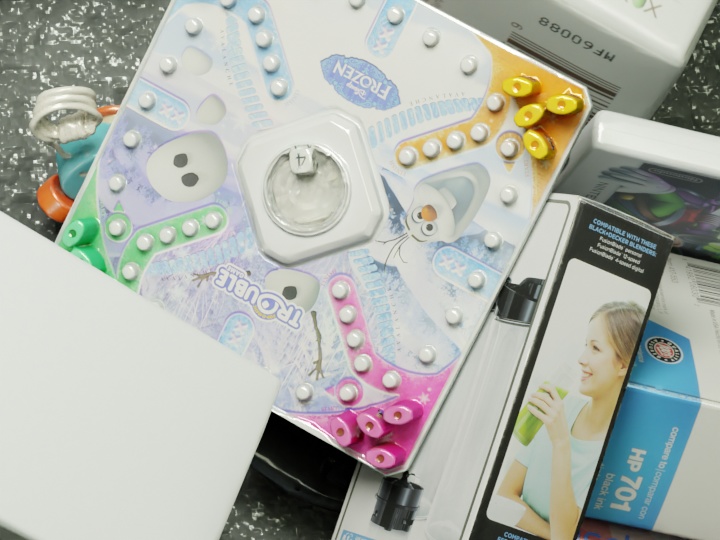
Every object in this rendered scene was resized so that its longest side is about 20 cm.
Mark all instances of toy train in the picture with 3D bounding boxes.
[{"bbox_3d":[-0.067,-0.081,1.344,0.199,0.150,0.056,-7,56,-10],"label":"toy train"}]

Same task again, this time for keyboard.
[{"bbox_3d":[0.009,0.044,1.367,0.104,0.040,0.200,33,55,-3],"label":"keyboard"}]

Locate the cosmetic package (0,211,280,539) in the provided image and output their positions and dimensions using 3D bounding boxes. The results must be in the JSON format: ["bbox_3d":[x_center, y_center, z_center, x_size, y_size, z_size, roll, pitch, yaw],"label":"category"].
[{"bbox_3d":[-0.180,0.058,1.192,0.199,0.200,0.123,33,70,-28],"label":"cosmetic package"}]

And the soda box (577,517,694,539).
[{"bbox_3d":[0.146,0.158,1.335,0.200,0.070,0.064,16,69,-5],"label":"soda box"}]

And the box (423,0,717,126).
[{"bbox_3d":[0.082,-0.172,1.377,0.200,0.199,0.172,29,66,0],"label":"box"}]

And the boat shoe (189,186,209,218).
[{"bbox_3d":[0.000,0.000,1.321,0.200,0.068,0.072,22,52,-12],"label":"boat shoe"}]

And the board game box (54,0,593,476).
[{"bbox_3d":[-0.025,-0.037,1.242,0.200,0.026,0.200,29,99,12],"label":"board game box"}]

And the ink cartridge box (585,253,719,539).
[{"bbox_3d":[0.198,0.068,1.338,0.200,0.086,0.147,14,28,-8],"label":"ink cartridge box"}]

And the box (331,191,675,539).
[{"bbox_3d":[0.062,0.064,1.262,0.060,0.117,0.200,22,84,-29],"label":"box"}]

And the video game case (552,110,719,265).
[{"bbox_3d":[0.188,-0.023,1.353,0.199,0.182,0.023,12,74,-7],"label":"video game case"}]
